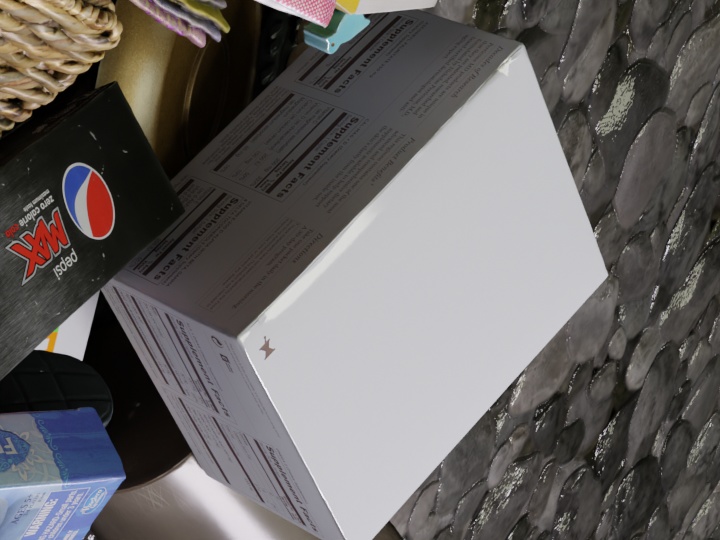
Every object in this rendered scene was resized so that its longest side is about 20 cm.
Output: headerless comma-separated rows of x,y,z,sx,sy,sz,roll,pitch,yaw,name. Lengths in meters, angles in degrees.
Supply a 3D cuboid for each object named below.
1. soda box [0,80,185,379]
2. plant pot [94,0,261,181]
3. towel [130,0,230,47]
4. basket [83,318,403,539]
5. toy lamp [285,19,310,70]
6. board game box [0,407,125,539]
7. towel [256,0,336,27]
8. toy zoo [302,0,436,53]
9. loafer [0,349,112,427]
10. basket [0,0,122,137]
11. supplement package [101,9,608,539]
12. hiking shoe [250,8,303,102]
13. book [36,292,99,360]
-0.150,-0.005,0.922,0.071,0.063,0.200,63,31,-13,soda box
-0.084,-0.086,1.096,0.200,0.027,0.202,13,90,-79,plant pot
-0.127,-0.178,0.906,0.023,0.144,0.200,-33,151,13,towel
-0.081,0.122,1.218,0.136,0.179,0.200,-54,140,-20,basket
-0.024,-0.116,1.159,0.058,0.058,0.201,55,50,-60,toy lamp
-0.227,0.140,0.952,0.198,0.044,0.200,0,138,-43,board game box
-0.020,-0.202,0.843,0.146,0.030,0.201,17,99,-49,towel
0.019,-0.187,0.952,0.131,0.020,0.201,4,109,-61,toy zoo
-0.206,0.085,1.003,0.198,0.073,0.073,-11,139,-25,loafer
-0.213,-0.132,0.863,0.142,0.150,0.200,-35,158,15,basket
0.000,0.000,1.069,0.200,0.110,0.156,-45,134,-22,supplement package
-0.043,-0.072,1.222,0.087,0.074,0.202,-17,-125,66,hiking shoe
-0.196,0.057,1.076,0.133,0.048,0.202,-12,123,-50,book
